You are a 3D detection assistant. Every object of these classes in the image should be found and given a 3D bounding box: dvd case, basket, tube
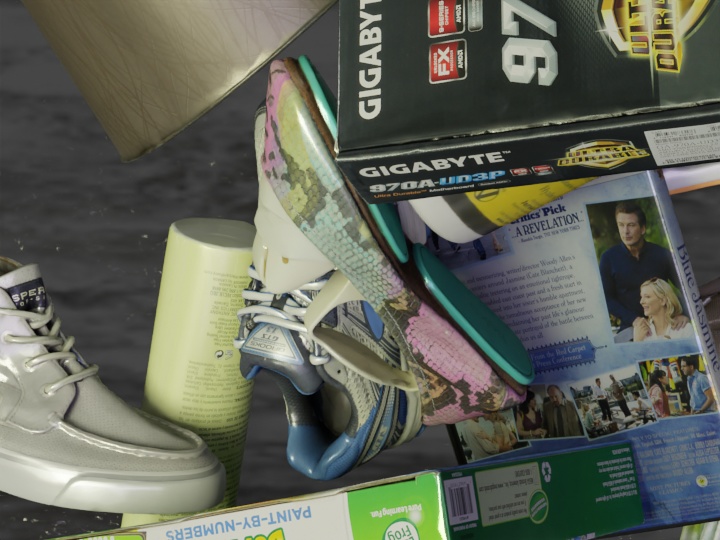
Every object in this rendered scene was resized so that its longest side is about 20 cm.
[{"bbox_3d":[0.092,0.029,0.998,0.143,0.018,0.200,-14,98,33],"label":"dvd case"},{"bbox_3d":[-0.099,-0.179,0.910,0.180,0.136,0.200,-39,104,7],"label":"basket"},{"bbox_3d":[-0.082,0.075,1.030,0.058,0.052,0.200,8,106,-5],"label":"tube"}]

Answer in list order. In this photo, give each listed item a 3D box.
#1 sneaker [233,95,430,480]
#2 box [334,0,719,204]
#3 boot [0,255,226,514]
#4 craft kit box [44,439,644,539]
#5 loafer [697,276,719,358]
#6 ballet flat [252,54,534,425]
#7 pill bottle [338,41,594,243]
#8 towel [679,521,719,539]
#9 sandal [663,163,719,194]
[{"bbox_3d":[-0.017,0.013,0.973,0.085,0.077,0.200,-39,128,-36],"label":"sneaker"},{"bbox_3d":[0.072,-0.130,0.822,0.159,0.046,0.200,-6,65,16],"label":"box"},{"bbox_3d":[-0.152,0.045,0.977,0.200,0.074,0.096,12,102,12],"label":"boot"},{"bbox_3d":[-0.004,0.115,0.941,0.197,0.200,0.049,-10,84,29],"label":"craft kit box"},{"bbox_3d":[0.165,0.050,1.046,0.200,0.068,0.076,-33,108,3],"label":"loafer"},{"bbox_3d":[0.000,0.000,0.911,0.071,0.069,0.200,-30,124,12],"label":"ballet flat"},{"bbox_3d":[0.101,-0.102,0.896,0.200,0.111,0.111,-28,109,15],"label":"pill bottle"},{"bbox_3d":[0.247,0.118,1.051,0.200,0.048,0.171,-1,124,-25],"label":"towel"},{"bbox_3d":[0.183,-0.041,1.021,0.207,0.079,0.059,-11,110,5],"label":"sandal"}]
